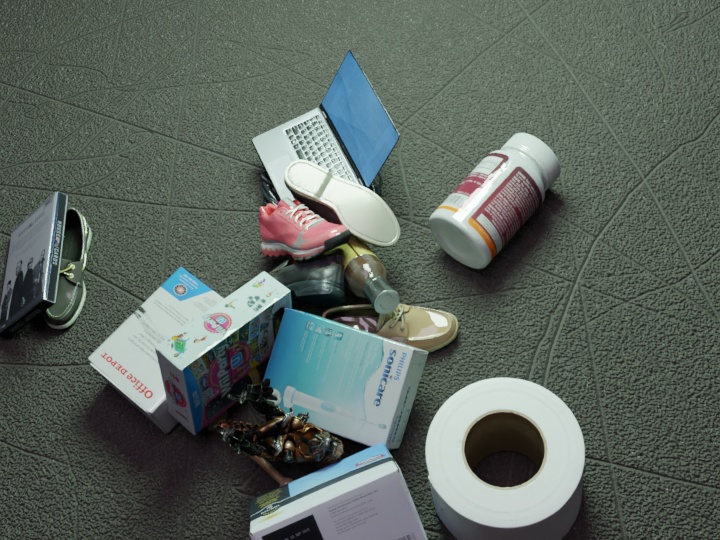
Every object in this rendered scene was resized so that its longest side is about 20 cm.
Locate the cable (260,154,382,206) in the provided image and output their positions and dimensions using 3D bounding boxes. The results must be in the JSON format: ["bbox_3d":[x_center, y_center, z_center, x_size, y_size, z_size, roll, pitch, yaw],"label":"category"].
[{"bbox_3d":[-0.072,-0.119,1.724,0.200,0.051,0.163,17,68,15],"label":"cable"}]

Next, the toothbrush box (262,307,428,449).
[{"bbox_3d":[-0.025,0.151,1.495,0.200,0.085,0.147,16,88,20],"label":"toothbrush box"}]

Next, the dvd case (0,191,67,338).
[{"bbox_3d":[-0.520,-0.009,1.694,0.150,0.025,0.200,-30,49,37],"label":"dvd case"}]

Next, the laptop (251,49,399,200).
[{"bbox_3d":[-0.060,-0.205,1.671,0.200,0.116,0.187,-25,63,-4],"label":"laptop"}]

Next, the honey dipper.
[{"bbox_3d":[-0.166,0.250,1.522,0.200,0.038,0.038,39,72,23],"label":"honey dipper"}]

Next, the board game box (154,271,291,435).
[{"bbox_3d":[-0.186,0.115,1.508,0.064,0.148,0.200,34,55,30],"label":"board game box"}]

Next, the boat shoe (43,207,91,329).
[{"bbox_3d":[-0.474,-0.006,1.708,0.072,0.061,0.201,1,60,-2],"label":"boat shoe"}]

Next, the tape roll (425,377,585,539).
[{"bbox_3d":[0.189,0.258,1.391,0.202,0.139,0.203,-4,58,6],"label":"tape roll"}]

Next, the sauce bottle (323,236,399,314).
[{"bbox_3d":[0.000,0.000,1.584,0.065,0.065,0.200,-27,35,-7],"label":"sauce bottle"}]

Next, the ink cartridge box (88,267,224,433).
[{"bbox_3d":[-0.278,0.117,1.588,0.146,0.084,0.200,35,71,26],"label":"ink cartridge box"}]

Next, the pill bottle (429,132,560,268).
[{"bbox_3d":[0.207,-0.109,1.624,0.114,0.114,0.200,35,70,26],"label":"pill bottle"}]

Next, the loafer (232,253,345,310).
[{"bbox_3d":[-0.104,0.018,1.603,0.200,0.073,0.072,-4,66,31],"label":"loafer"}]

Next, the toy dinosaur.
[{"bbox_3d":[-0.122,0.226,1.445,0.200,0.136,0.102,-18,51,26],"label":"toy dinosaur"}]

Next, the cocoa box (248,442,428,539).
[{"bbox_3d":[-0.028,0.329,1.363,0.200,0.131,0.134,-23,98,-4],"label":"cocoa box"}]

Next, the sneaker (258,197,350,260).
[{"bbox_3d":[-0.095,-0.066,1.594,0.074,0.087,0.200,-25,16,-36],"label":"sneaker"}]

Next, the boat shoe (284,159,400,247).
[{"bbox_3d":[-0.027,-0.095,1.612,0.200,0.063,0.073,33,72,8],"label":"boat shoe"}]

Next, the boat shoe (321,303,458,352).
[{"bbox_3d":[0.043,0.081,1.566,0.200,0.065,0.071,-4,58,8],"label":"boat shoe"}]
